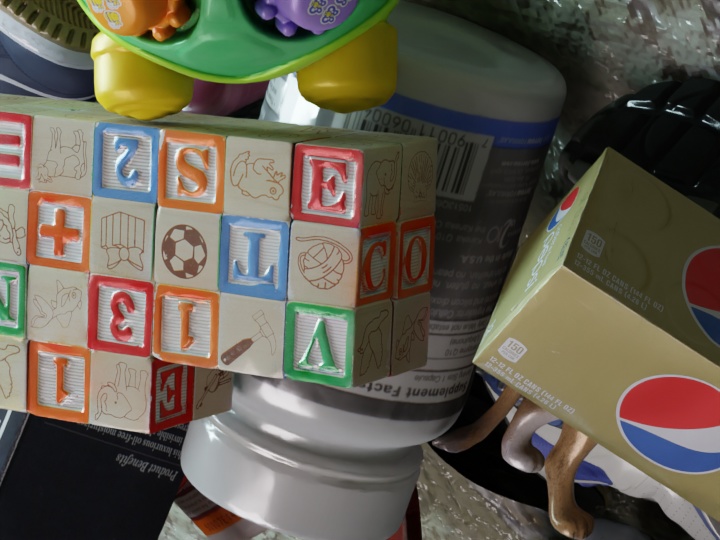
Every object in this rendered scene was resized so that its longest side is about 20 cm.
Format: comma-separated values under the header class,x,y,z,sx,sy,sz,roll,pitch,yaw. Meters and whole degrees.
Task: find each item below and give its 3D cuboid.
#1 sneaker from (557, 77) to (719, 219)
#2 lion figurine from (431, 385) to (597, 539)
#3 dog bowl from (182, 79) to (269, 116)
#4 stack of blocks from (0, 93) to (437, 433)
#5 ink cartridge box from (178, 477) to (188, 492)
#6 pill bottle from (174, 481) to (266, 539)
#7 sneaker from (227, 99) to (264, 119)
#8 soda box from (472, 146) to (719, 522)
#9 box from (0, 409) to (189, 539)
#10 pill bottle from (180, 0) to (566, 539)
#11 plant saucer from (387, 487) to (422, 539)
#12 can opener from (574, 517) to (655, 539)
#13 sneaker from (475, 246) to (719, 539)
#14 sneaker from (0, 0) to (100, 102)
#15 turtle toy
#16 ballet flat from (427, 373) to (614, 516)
class,x,y,z,sx,sy,sz,roll,pitch,yaw
sneaker,0.155,-0.010,1.022,0.200,0.075,0.079,22,150,43
lion figurine,0.135,0.052,1.070,0.200,0.072,0.123,19,110,9
dog bowl,-0.089,-0.148,1.194,0.200,0.074,0.200,36,155,20
stack of blocks,-0.074,0.000,1.061,0.200,0.059,0.115,7,100,28
ink cartridge box,-0.144,0.090,1.421,0.109,0.050,0.200,-7,123,45
pill bottle,-0.097,0.036,1.460,0.200,0.114,0.114,48,157,-8
sneaker,-0.068,-0.017,1.310,0.202,0.077,0.146,12,114,58
soda box,0.143,0.047,0.972,0.200,0.068,0.064,32,134,-7
box,-0.176,0.043,1.236,0.200,0.199,0.123,22,178,37
pill bottle,0.000,0.000,1.119,0.114,0.114,0.200,29,110,32
plant saucer,0.012,0.170,1.312,0.037,0.200,0.200,-5,156,3
can opener,0.124,0.151,1.275,0.066,0.053,0.200,12,170,20
sneaker,0.129,0.067,1.205,0.199,0.081,0.115,34,169,8
sneaker,-0.181,-0.135,1.185,0.200,0.070,0.109,39,154,6
turtle toy,-0.023,-0.133,1.002,0.200,0.146,0.101,-1,173,6
ballet flat,0.041,0.050,1.358,0.200,0.057,0.066,35,142,7
